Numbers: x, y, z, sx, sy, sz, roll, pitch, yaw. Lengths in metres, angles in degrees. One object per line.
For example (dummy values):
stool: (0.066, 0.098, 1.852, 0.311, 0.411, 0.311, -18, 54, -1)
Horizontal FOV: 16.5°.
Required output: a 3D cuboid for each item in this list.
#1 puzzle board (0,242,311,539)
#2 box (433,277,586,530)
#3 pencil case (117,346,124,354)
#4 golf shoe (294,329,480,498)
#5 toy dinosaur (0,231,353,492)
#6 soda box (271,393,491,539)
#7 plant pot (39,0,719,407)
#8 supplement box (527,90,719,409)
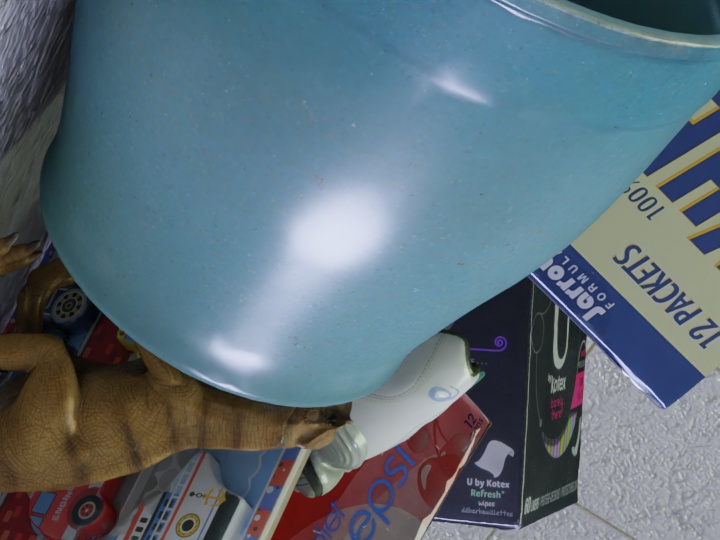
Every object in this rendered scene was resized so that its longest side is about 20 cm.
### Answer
puzzle board: (-0.088, 0.067, 0.846, 0.017, 0.151, 0.200, 52, 53, -44)
box: (0.046, 0.012, 1.154, 0.122, 0.106, 0.200, -7, 100, -72)
pencil case: (-0.112, 0.128, 0.896, 0.200, 0.084, 0.085, -51, -173, 1)
golf shoe: (0.000, 0.000, 0.967, 0.200, 0.097, 0.078, -101, 164, -48)
toy dinosaur: (-0.103, 0.048, 0.784, 0.060, 0.200, 0.106, 84, -11, -75)
soda box: (-0.032, 0.115, 0.981, 0.063, 0.070, 0.200, -9, -139, 51)
plant pot: (-0.003, -0.068, 0.754, 0.188, 0.200, 0.200, -55, -176, 33)
supplement box: (0.130, -0.093, 0.953, 0.200, 0.134, 0.200, -41, -158, 15)
